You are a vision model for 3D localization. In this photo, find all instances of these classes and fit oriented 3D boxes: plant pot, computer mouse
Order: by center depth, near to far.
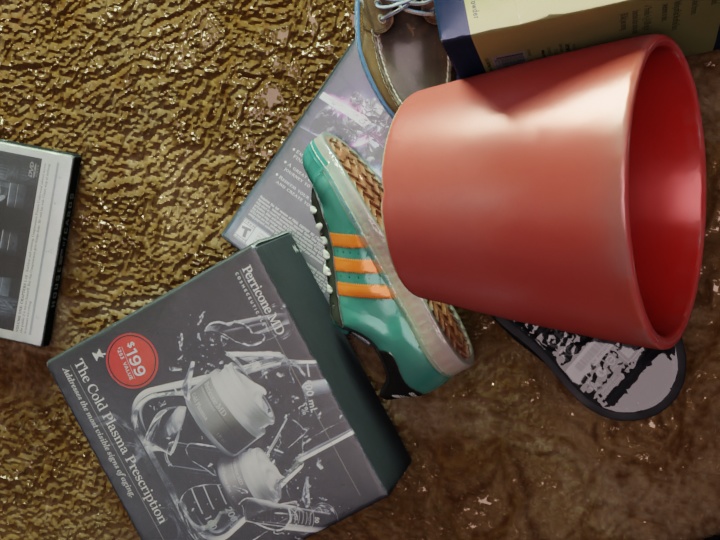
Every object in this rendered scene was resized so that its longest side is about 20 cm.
[{"bbox_3d":[0.120,-0.051,1.020,0.176,0.200,0.202,1,94,27],"label":"plant pot"},{"bbox_3d":[0.156,0.023,1.120,0.138,0.053,0.200,-45,75,7],"label":"computer mouse"}]

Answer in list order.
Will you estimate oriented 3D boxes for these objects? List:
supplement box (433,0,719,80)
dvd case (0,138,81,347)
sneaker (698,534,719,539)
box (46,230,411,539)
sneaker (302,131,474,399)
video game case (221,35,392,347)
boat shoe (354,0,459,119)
[{"bbox_3d":[0.148,-0.213,1.023,0.198,0.200,0.135,-11,84,9],"label":"supplement box"},{"bbox_3d":[-0.325,-0.034,1.202,0.198,0.025,0.152,11,94,8],"label":"dvd case"},{"bbox_3d":[0.207,0.251,1.113,0.199,0.066,0.079,-18,94,9],"label":"sneaker"},{"bbox_3d":[-0.093,0.103,1.123,0.181,0.104,0.201,-29,91,13],"label":"box"},{"bbox_3d":[0.000,0.000,1.111,0.080,0.071,0.201,-32,80,20],"label":"sneaker"},{"bbox_3d":[0.008,-0.066,1.151,0.142,0.019,0.201,36,97,5],"label":"video game case"},{"bbox_3d":[0.025,-0.200,1.099,0.072,0.072,0.202,-13,84,0],"label":"boat shoe"}]
